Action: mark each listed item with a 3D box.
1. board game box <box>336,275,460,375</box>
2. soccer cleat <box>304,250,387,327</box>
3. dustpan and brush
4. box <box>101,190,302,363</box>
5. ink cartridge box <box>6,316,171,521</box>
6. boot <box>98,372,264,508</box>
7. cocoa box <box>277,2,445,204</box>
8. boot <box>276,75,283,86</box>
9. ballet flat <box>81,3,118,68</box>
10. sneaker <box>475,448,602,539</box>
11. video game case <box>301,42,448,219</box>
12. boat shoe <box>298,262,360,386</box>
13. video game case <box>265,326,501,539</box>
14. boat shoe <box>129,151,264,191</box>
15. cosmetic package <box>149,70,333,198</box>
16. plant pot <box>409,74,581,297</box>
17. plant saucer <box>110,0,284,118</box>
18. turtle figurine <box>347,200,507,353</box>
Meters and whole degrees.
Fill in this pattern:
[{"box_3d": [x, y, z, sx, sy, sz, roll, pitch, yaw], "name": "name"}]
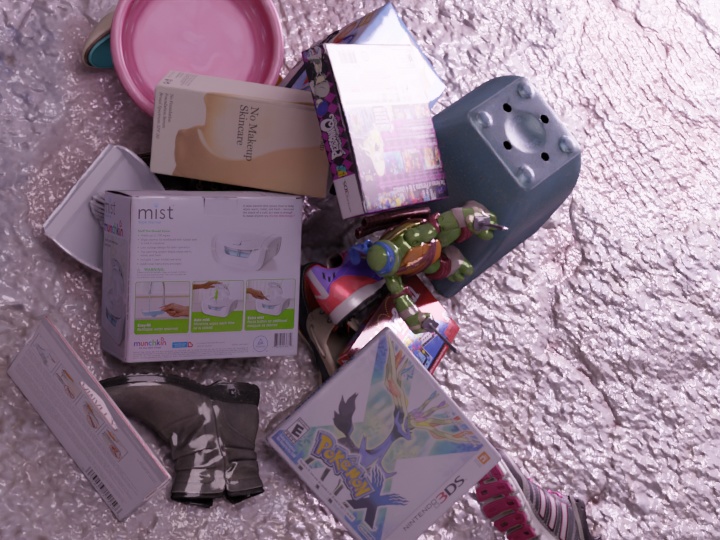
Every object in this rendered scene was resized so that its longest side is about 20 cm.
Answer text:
[{"box_3d": [0.047, 0.084, 1.729, 0.103, 0.019, 0.200, 49, 37, -10], "name": "board game box"}, {"box_3d": [0.000, 0.000, 1.718, 0.073, 0.068, 0.200, 49, 28, 1], "name": "soccer cleat"}, {"box_3d": [-0.236, -0.026, 1.650, 0.200, 0.057, 0.140, 50, 60, -29], "name": "dustpan and brush"}, {"box_3d": [-0.170, 0.003, 1.609, 0.199, 0.097, 0.178, -2, 97, -28], "name": "box"}, {"box_3d": [-0.263, 0.142, 1.494, 0.043, 0.174, 0.200, -36, 87, -34], "name": "ink cartridge box"}, {"box_3d": [-0.193, 0.181, 1.582, 0.199, 0.068, 0.132, 7, 70, -23], "name": "boot"}, {"box_3d": [-0.010, -0.199, 1.761, 0.134, 0.131, 0.200, 54, 37, -17], "name": "cocoa box"}, {"box_3d": [-0.113, -0.228, 1.811, 0.143, 0.071, 0.202, 27, 64, -20], "name": "boot"}, {"box_3d": [-0.257, -0.293, 1.771, 0.199, 0.069, 0.070, -24, 80, -35], "name": "ballet flat"}, {"box_3d": [0.210, 0.278, 1.738, 0.087, 0.074, 0.200, -40, 94, -34], "name": "sneaker"}, {"box_3d": [0.020, -0.155, 1.617, 0.200, 0.036, 0.182, -16, 91, -60], "name": "video game case"}, {"box_3d": [-0.028, 0.078, 1.712, 0.071, 0.063, 0.201, -6, 69, -27], "name": "boat shoe"}, {"box_3d": [0.027, 0.195, 1.642, 0.182, 0.022, 0.200, -42, 100, -5], "name": "video game case"}, {"box_3d": [-0.172, -0.112, 1.719, 0.199, 0.072, 0.073, 7, 64, -24], "name": "boat shoe"}, {"box_3d": [-0.124, -0.149, 1.635, 0.199, 0.106, 0.071, 8, 22, 4], "name": "cosmetic package"}, {"box_3d": [0.153, -0.123, 1.814, 0.196, 0.200, 0.196, -35, 87, -34], "name": "plant pot"}, {"box_3d": [-0.189, -0.258, 1.713, 0.199, 0.051, 0.202, 0, 88, -17], "name": "plant saucer"}, {"box_3d": [0.102, -0.001, 1.657, 0.194, 0.199, 0.145, -24, 115, -60], "name": "turtle figurine"}]
